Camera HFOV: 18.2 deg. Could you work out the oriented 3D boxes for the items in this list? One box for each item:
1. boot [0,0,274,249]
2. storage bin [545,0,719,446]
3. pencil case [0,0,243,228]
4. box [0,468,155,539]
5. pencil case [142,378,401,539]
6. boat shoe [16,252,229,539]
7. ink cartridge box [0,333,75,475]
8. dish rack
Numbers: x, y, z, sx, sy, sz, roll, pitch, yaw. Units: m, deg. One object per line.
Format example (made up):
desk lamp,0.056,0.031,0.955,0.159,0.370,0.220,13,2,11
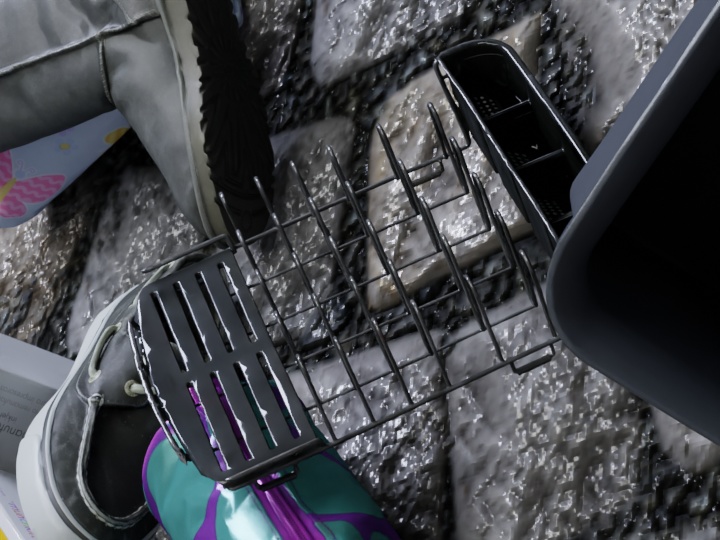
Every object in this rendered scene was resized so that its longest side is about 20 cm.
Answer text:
boot,-0.150,-0.078,1.129,0.200,0.073,0.182,-16,81,24
storage bin,0.160,-0.048,0.761,0.200,0.145,0.134,-56,10,13
pencil case,-0.154,-0.109,1.212,0.200,0.091,0.083,-38,7,29
box,-0.129,0.185,0.999,0.113,0.101,0.200,-60,36,8
pencil case,-0.019,0.120,0.906,0.085,0.092,0.200,-27,34,-13
boat shoe,-0.102,0.058,1.026,0.064,0.071,0.200,-43,20,29
ink cartridge box,-0.197,0.134,1.105,0.067,0.116,0.200,37,101,52
dish rack,0.000,0.000,0.915,0.200,0.055,0.153,-25,41,-3
